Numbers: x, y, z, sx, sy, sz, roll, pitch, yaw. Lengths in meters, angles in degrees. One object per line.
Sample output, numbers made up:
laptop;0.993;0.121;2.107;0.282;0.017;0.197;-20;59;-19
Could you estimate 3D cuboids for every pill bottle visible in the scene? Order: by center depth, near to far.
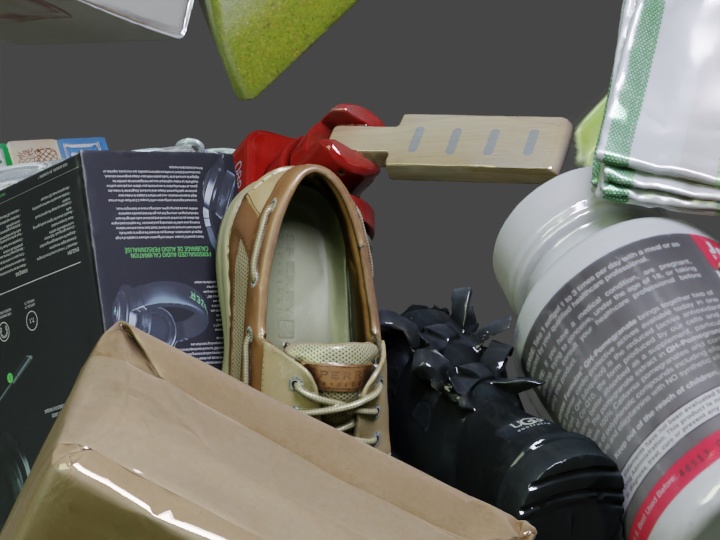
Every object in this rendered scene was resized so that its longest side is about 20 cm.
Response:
pill bottle;0.132;0.048;1.002;0.111;0.111;0.201;-40;47;12

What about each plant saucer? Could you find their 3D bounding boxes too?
plant saucer;-0.040;-0.232;1.332;0.200;0.048;0.201;-41;46;20

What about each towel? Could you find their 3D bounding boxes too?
towel;0.208;-0.086;1.013;0.198;0.031;0.150;8;64;12

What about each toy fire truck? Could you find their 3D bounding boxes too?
toy fire truck;0.000;0.000;1.108;0.200;0.128;0.177;-45;37;50

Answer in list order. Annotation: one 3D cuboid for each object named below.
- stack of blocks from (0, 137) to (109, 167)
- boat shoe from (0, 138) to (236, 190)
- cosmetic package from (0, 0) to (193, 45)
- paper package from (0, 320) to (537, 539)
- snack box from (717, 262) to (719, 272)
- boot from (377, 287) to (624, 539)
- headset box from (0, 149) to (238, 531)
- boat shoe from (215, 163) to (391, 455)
stack of blocks;-0.174;0.018;1.253;0.059;0.114;0.201;106;152;-43
boat shoe;-0.134;-0.035;1.225;0.200;0.075;0.065;-13;50;-17
cosmetic package;-0.178;-0.193;1.363;0.199;0.087;0.104;4;80;54
paper package;-0.061;0.153;0.915;0.201;0.189;0.104;-62;1;32
snack box;0.262;0.000;0.910;0.199;0.053;0.142;-34;54;-11
boot;0.045;0.121;1.009;0.162;0.073;0.200;-139;49;-56
headset box;-0.127;0.064;1.071;0.173;0.092;0.202;-21;75;47
boat shoe;-0.023;0.050;0.988;0.074;0.075;0.202;140;123;-65
